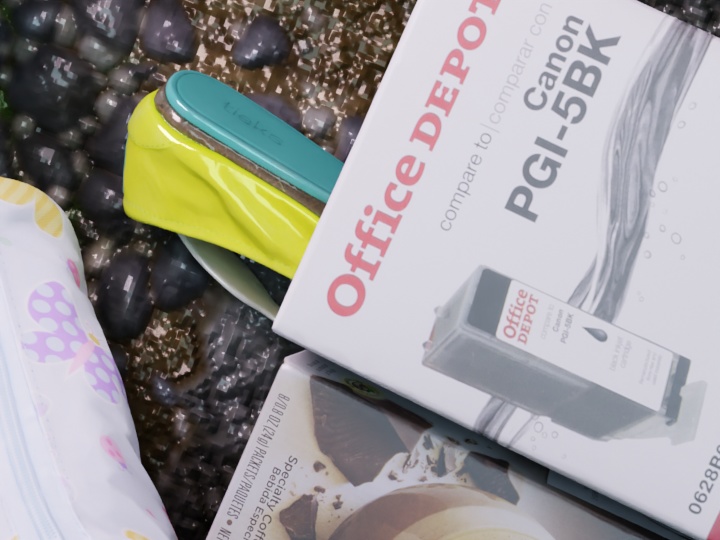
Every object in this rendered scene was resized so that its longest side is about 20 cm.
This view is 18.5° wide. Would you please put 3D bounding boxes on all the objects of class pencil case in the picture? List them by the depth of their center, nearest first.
[{"bbox_3d":[-0.113,0.057,0.740,0.083,0.201,0.091,-6,135,-21],"label":"pencil case"}]

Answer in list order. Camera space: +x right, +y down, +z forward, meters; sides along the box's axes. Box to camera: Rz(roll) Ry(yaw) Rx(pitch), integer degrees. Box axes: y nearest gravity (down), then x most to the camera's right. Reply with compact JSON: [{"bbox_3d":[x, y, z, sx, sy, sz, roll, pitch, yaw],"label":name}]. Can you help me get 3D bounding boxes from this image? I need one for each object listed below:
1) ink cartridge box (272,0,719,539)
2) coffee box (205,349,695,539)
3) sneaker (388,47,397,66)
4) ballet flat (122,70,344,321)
[{"bbox_3d":[0.091,-0.004,0.711,0.199,0.083,0.148,25,94,6],"label":"ink cartridge box"},{"bbox_3d":[0.048,0.118,0.740,0.199,0.080,0.114,25,97,9],"label":"coffee box"},{"bbox_3d":[0.094,-0.033,0.795,0.200,0.074,0.087,40,101,9],"label":"sneaker"},{"bbox_3d":[0.000,0.000,0.802,0.199,0.067,0.067,29,113,4],"label":"ballet flat"}]
